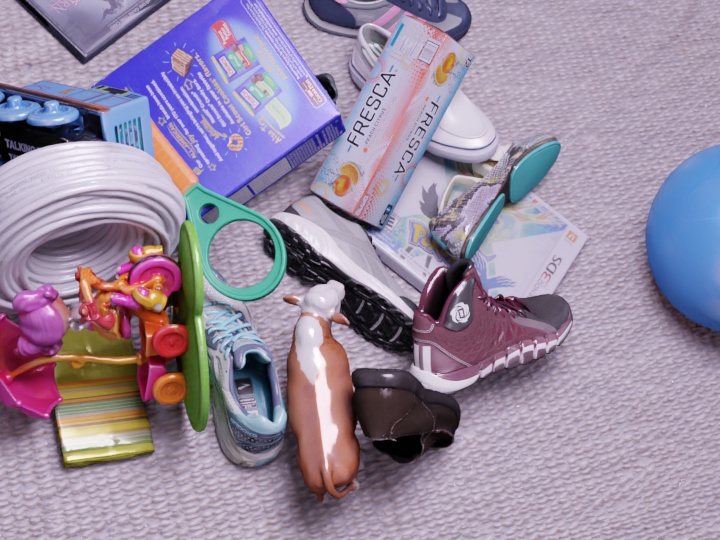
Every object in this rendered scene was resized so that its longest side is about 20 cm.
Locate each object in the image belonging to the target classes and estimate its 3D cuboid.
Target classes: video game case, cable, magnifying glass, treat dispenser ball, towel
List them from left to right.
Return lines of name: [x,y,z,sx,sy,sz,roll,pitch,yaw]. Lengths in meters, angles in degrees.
video game case: [-0.307,-0.322,1.436,0.200,0.019,0.143,43,58,5]
cable: [-0.247,-0.035,1.187,0.198,0.200,0.070,-7,60,-33]
towel: [-0.247,0.079,1.258,0.085,0.018,0.202,-3,65,-28]
magnifying glass: [-0.144,-0.058,1.270,0.079,0.022,0.201,-39,84,-1]
video game case: [0.122,-0.034,1.451,0.199,0.022,0.183,38,57,1]
treat dispenser ball: [0.401,-0.034,1.453,0.198,0.201,0.203,9,62,-16]

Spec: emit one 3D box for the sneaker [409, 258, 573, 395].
sneaker: [0.128,0.034,1.330,0.199,0.075,0.117,-25,118,-34]

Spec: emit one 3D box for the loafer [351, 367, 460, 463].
loafer: [0.036,0.140,1.253,0.072,0.200,0.072,0,74,24]

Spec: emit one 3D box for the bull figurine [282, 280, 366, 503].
bull figurine: [-0.032,0.113,1.253,0.064,0.122,0.202,-5,66,7]

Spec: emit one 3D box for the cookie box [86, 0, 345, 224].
cookie box: [-0.142,-0.151,1.330,0.199,0.075,0.172,-35,79,-1]

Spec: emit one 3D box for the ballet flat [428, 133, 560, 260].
ballet flat: [0.135,-0.091,1.437,0.072,0.072,0.200,42,56,3]

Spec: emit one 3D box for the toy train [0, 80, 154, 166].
toy train: [-0.283,-0.127,1.258,0.198,0.088,0.114,15,28,37]

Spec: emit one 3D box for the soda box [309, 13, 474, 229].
soda box: [0.032,-0.148,1.378,0.063,0.068,0.201,31,95,33]

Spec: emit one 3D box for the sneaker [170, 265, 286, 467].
sneaker: [-0.112,0.073,1.269,0.077,0.086,0.202,-16,71,-27]

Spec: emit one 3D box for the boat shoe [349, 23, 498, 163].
boat shoe: [0.061,-0.187,1.444,0.199,0.067,0.073,35,60,23]

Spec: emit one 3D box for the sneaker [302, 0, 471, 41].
sneaker: [0.041,-0.296,1.518,0.198,0.082,0.071,0,64,-21]

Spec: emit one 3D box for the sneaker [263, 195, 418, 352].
sneaker: [0.000,0.000,1.360,0.200,0.074,0.079,42,53,4]

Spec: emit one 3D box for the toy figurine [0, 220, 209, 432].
toy figurine: [-0.229,0.055,1.170,0.182,0.202,0.151,-6,41,-16]

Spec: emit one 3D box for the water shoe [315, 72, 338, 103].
water shoe: [-0.117,-0.205,1.413,0.198,0.079,0.072,17,59,-12]
